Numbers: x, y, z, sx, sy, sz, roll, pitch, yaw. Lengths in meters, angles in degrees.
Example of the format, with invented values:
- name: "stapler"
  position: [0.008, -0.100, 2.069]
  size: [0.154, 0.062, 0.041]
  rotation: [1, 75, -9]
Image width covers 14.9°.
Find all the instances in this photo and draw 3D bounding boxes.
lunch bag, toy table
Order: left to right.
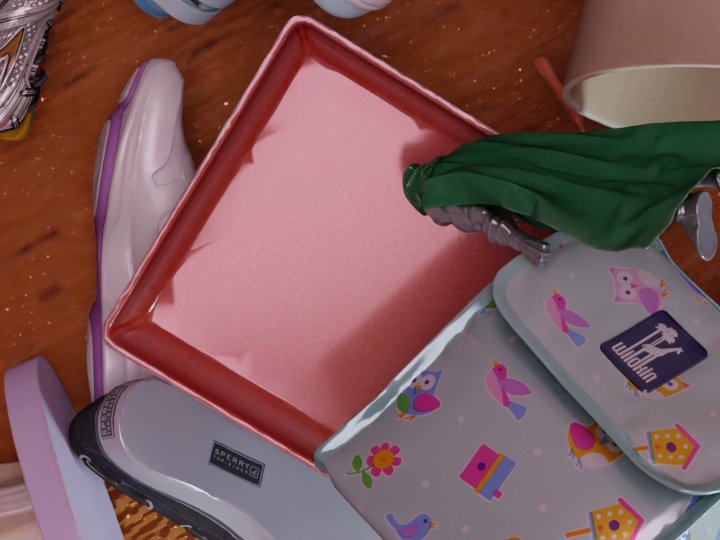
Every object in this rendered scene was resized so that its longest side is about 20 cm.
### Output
- name: "toy table"
  position: [-0.190, 0.149, 1.429]
  size: [0.117, 0.200, 0.184]
  rotation: [-22, 134, 2]
- name: "lunch bag"
  position: [0.108, 0.087, 1.337]
  size: [0.200, 0.122, 0.170]
  rotation: [-44, 64, 0]

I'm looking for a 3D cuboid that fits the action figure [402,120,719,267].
- name: "action figure"
  position: [0.096, -0.038, 1.322]
  size: [0.118, 0.200, 0.055]
  rotation: [-36, 118, -37]

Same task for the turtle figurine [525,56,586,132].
- name: "turtle figurine"
  position: [0.091, 0.000, 1.471]
  size: [0.161, 0.064, 0.200]
  rotation: [-27, 94, 8]

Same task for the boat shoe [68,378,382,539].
- name: "boat shoe"
  position: [-0.067, 0.116, 1.464]
  size: [0.200, 0.057, 0.069]
  rotation: [35, 59, -29]

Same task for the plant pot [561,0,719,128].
- name: "plant pot"
  position: [0.199, -0.171, 1.317]
  size: [0.187, 0.187, 0.201]
  rotation: [7, 81, -1]

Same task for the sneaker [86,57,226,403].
- name: "sneaker"
  position: [-0.096, -0.014, 1.473]
  size: [0.099, 0.075, 0.201]
  rotation: [1, 101, -7]

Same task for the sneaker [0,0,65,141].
- name: "sneaker"
  position: [-0.192, -0.117, 1.466]
  size: [0.082, 0.078, 0.200]
  rotation: [44, 101, -7]

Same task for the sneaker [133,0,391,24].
- name: "sneaker"
  position: [-0.056, -0.157, 1.390]
  size: [0.079, 0.200, 0.131]
  rotation: [26, 113, -37]

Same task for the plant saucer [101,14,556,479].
- name: "plant saucer"
  position: [0.000, 0.000, 1.420]
  size: [0.200, 0.037, 0.200]
  rotation: [31, 98, -7]
